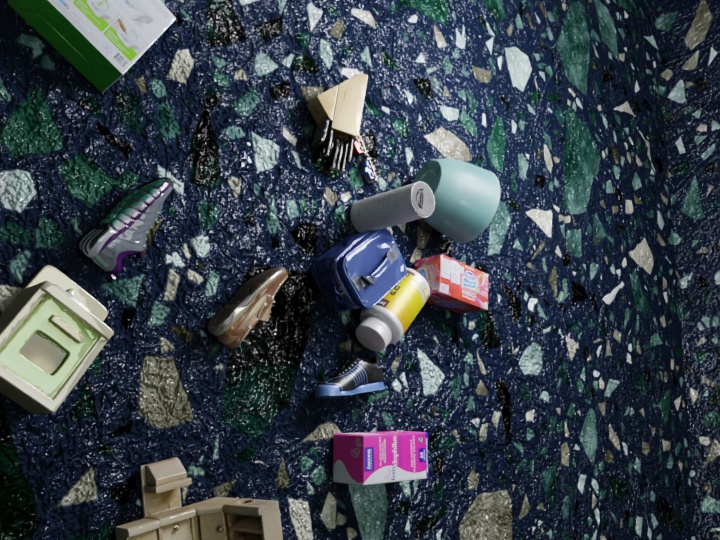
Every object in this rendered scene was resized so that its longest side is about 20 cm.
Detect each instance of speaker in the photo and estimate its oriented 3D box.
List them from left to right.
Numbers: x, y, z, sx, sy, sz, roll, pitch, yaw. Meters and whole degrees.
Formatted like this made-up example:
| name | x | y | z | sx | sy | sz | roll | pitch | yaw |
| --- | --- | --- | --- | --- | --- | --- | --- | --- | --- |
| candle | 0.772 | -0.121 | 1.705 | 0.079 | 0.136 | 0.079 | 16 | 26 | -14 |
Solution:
| name | x | y | z | sx | sy | sz | roll | pitch | yaw |
| --- | --- | --- | --- | --- | --- | --- | --- | --- | --- |
| speaker | 0.070 | -0.141 | 1.512 | 0.081 | 0.200 | 0.081 | 11 | 74 | -42 |

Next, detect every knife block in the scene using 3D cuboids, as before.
| name | x | y | z | sx | sy | sz | roll | pitch | yaw |
| --- | --- | --- | --- | --- | --- | --- | --- | --- | --- |
| knife block | -0.033 | -0.331 | 1.524 | 0.200 | 0.064 | 0.176 | -36 | 100 | -27 |

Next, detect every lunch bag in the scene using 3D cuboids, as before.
| name | x | y | z | sx | sy | sz | roll | pitch | yaw |
| --- | --- | --- | --- | --- | --- | --- | --- | --- | --- |
| lunch bag | 0.000 | 0.000 | 1.462 | 0.200 | 0.132 | 0.136 | -43 | 110 | -41 |

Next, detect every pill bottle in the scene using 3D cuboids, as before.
| name | x | y | z | sx | sy | sz | roll | pitch | yaw |
| --- | --- | --- | --- | --- | --- | --- | --- | --- | --- |
| pill bottle | 0.071 | 0.091 | 1.526 | 0.109 | 0.109 | 0.200 | 56 | 49 | -20 |

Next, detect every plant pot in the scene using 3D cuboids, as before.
| name | x | y | z | sx | sy | sz | roll | pitch | yaw |
| --- | --- | --- | --- | --- | --- | --- | --- | --- | --- |
| plant pot | 0.224 | -0.190 | 1.686 | 0.161 | 0.200 | 0.201 | 21 | 66 | -27 |

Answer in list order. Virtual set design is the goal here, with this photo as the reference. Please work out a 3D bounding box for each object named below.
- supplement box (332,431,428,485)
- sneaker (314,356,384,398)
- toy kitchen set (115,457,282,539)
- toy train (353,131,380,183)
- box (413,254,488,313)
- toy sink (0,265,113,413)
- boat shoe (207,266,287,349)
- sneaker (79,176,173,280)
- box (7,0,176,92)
| name | x | y | z | sx | sy | sz | roll | pitch | yaw |
| --- | --- | --- | --- | --- | --- | --- | --- | --- | --- |
| supplement box | 0.045 | 0.402 | 1.440 | 0.200 | 0.103 | 0.102 | 9 | 76 | -41 |
| sneaker | -0.026 | 0.230 | 1.437 | 0.200 | 0.070 | 0.078 | 2 | 75 | -50 |
| toy kitchen set | -0.266 | 0.393 | 1.085 | 0.200 | 0.180 | 0.164 | 0 | 80 | -48 |
| toy train | -0.004 | -0.298 | 1.593 | 0.046 | 0.034 | 0.200 | -31 | 102 | -39 |
| box | 0.232 | 0.038 | 1.702 | 0.200 | 0.095 | 0.100 | 19 | 69 | -40 |
| toy sink | -0.467 | 0.095 | 1.005 | 0.130 | 0.112 | 0.200 | 47 | 52 | -26 |
| boat shoe | -0.209 | 0.071 | 1.293 | 0.200 | 0.076 | 0.072 | -47 | 117 | -30 |
| sneaker | -0.390 | -0.077 | 1.159 | 0.200 | 0.074 | 0.088 | -50 | 129 | -28 |
| box | -0.454 | -0.449 | 1.148 | 0.200 | 0.097 | 0.177 | 45 | 53 | -27 |
